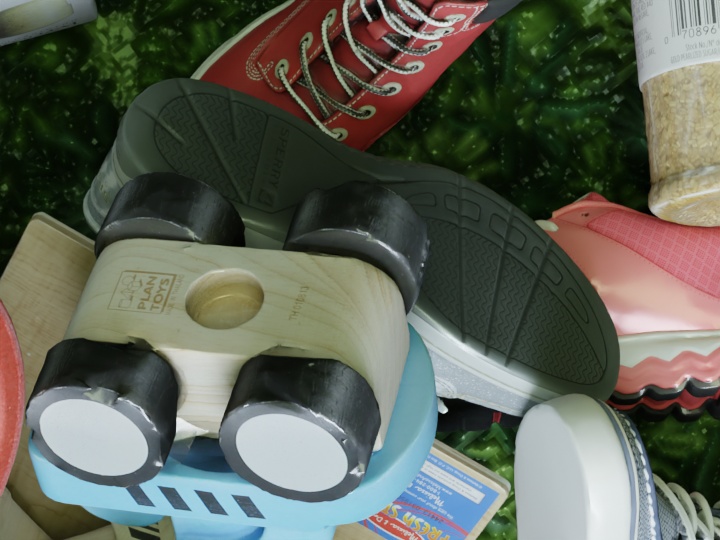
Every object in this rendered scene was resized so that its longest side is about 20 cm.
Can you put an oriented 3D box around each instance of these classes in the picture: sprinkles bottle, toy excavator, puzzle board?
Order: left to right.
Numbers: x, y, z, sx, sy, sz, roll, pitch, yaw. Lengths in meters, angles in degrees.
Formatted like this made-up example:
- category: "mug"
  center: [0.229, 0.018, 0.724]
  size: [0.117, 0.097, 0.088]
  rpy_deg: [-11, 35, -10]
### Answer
- category: "toy excavator"
  center: [-0.066, 0.071, 0.790]
  size: [0.193, 0.201, 0.100]
  rpy_deg: [5, 46, 13]
- category: "puzzle board"
  center: [-0.063, 0.080, 0.862]
  size: [0.199, 0.017, 0.151]
  rpy_deg: [30, 123, -5]
- category: "sprinkles bottle"
  center: [0.133, -0.121, 0.866]
  size: [0.068, 0.068, 0.201]
  rpy_deg: [-3, 79, -4]

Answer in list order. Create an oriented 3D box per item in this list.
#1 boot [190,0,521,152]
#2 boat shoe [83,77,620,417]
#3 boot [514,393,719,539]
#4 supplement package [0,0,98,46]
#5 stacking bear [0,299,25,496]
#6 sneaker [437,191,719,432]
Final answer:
- category: "boot"
  center: [-0.007, -0.077, 0.837]
  size: [0.200, 0.144, 0.072]
  rpy_deg: [-44, 95, -2]
- category: "boat shoe"
  center: [-0.001, 0.001, 0.820]
  size: [0.201, 0.065, 0.075]
  rpy_deg: [23, 50, -12]
- category: "boot"
  center: [0.108, 0.098, 0.838]
  size: [0.090, 0.200, 0.073]
  rpy_deg: [-15, 60, -8]
- category: "supplement package"
  center: [-0.183, -0.150, 0.792]
  size: [0.151, 0.200, 0.152]
  rpy_deg: [-15, 92, -4]
- category: "stacking bear"
  center: [-0.207, 0.013, 0.729]
  size: [0.121, 0.114, 0.200]
  rpy_deg: [-36, 54, -19]
- category: "sneaker"
  center: [0.073, 0.014, 0.893]
  size: [0.199, 0.074, 0.087]
  rpy_deg: [-1, 73, -5]
